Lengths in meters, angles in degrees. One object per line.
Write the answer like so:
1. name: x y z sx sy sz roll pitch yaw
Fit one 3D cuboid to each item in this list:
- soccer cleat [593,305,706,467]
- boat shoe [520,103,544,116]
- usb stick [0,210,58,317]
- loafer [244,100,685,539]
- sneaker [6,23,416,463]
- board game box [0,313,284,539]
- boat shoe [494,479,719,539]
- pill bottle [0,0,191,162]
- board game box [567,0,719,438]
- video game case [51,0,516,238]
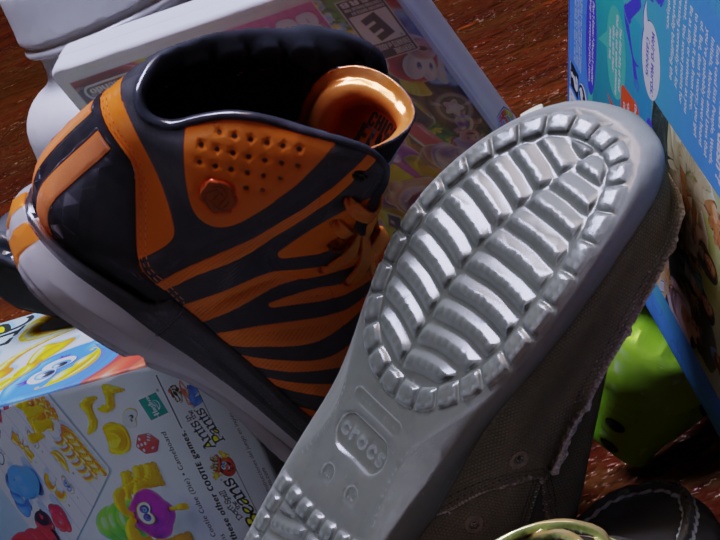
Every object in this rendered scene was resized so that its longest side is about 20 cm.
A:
1. soccer cleat: 0.135 -0.014 0.996 0.200 0.067 0.081 -44 -19 -35
2. boat shoe: 0.053 -0.020 1.179 0.066 0.075 0.199 -25 14 10
3. usb stick: -0.066 -0.050 1.089 0.055 0.033 0.200 17 45 31
4. loafer: 0.035 0.039 0.863 0.200 0.070 0.075 -56 43 18
5. sneaker: 0.000 0.000 0.899 0.112 0.200 0.078 -48 27 31
6. board game box: -0.088 0.071 1.035 0.200 0.105 0.103 -16 17 31
7. boat shoe: 0.053 0.102 0.781 0.072 0.061 0.201 -17 17 28
8. pill bottle: -0.068 -0.040 1.196 0.111 0.200 0.111 -24 15 7
9. board game box: 0.110 -0.036 0.838 0.045 0.152 0.200 -11 40 -10
10. video game case: 0.004 -0.019 1.018 0.143 0.200 0.018 -15 37 35
